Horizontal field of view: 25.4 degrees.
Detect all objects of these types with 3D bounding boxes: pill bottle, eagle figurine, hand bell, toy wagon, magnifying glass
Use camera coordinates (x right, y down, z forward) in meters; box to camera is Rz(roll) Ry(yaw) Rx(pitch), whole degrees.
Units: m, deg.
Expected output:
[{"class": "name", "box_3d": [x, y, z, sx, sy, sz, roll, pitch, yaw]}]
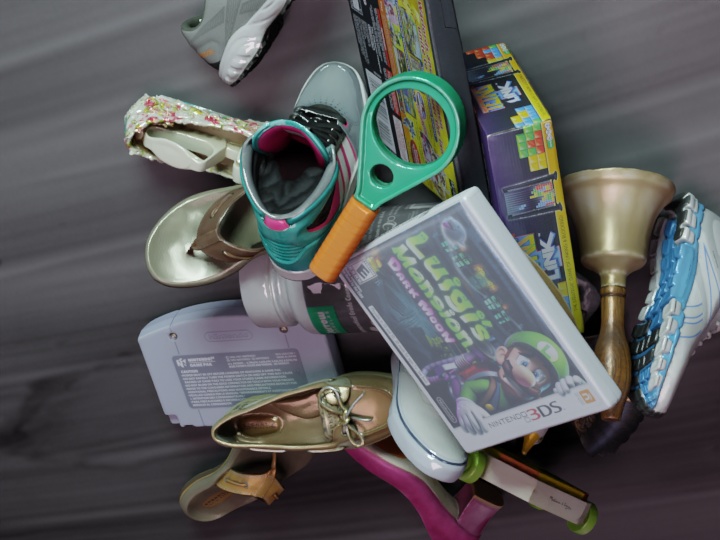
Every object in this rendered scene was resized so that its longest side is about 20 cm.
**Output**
[{"class": "pill bottle", "box_3d": [0.000, 0.000, 1.437, 0.200, 0.113, 0.113, -4, 121, 19]}, {"class": "eagle figurine", "box_3d": [0.177, 0.102, 1.455, 0.151, 0.200, 0.152, -36, 75, 0]}, {"class": "hand bell", "box_3d": [0.209, 0.026, 1.327, 0.104, 0.200, 0.104, 3, 163, 1]}, {"class": "toy wagon", "box_3d": [0.129, 0.187, 1.507, 0.155, 0.200, 0.040, 28, 89, -30]}, {"class": "magnifying glass", "box_3d": [0.014, -0.069, 1.244, 0.080, 0.022, 0.200, 35, 124, 4]}]

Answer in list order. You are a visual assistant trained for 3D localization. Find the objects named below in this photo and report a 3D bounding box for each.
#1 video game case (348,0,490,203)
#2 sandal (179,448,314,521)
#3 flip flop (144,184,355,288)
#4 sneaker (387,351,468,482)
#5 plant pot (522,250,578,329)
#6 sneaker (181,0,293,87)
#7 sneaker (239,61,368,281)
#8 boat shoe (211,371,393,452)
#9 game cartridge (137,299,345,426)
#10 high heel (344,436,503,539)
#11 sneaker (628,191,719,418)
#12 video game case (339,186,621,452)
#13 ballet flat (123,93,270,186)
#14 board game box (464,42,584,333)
[{"class": "video game case", "box_3d": [0.042, -0.160, 1.291, 0.025, 0.181, 0.200, -21, 121, -14]}, {"class": "sandal", "box_3d": [-0.115, 0.218, 1.637, 0.080, 0.054, 0.200, 27, 131, -31]}, {"class": "flip flop", "box_3d": [-0.098, -0.039, 1.384, 0.200, 0.058, 0.081, -13, 85, 14]}, {"class": "sneaker", "box_3d": [0.066, 0.105, 1.439, 0.073, 0.200, 0.071, 19, 120, -20]}, {"class": "plant pot", "box_3d": [0.090, 0.049, 1.309, 0.200, 0.027, 0.200, 24, 136, 26]}, {"class": "sneaker", "box_3d": [-0.086, -0.243, 1.327, 0.079, 0.074, 0.200, 37, 125, -3]}, {"class": "sneaker", "box_3d": [-0.045, -0.105, 1.313, 0.083, 0.200, 0.121, 6, 158, 12]}, {"class": "boat shoe", "box_3d": [-0.045, 0.143, 1.520, 0.200, 0.063, 0.073, -15, 90, 24]}, {"class": "game cartridge", "box_3d": [-0.114, 0.091, 1.579, 0.200, 0.040, 0.134, -4, 125, 18]}, {"class": "high heel", "box_3d": [0.040, 0.220, 1.598, 0.200, 0.067, 0.096, 27, 117, -21]}, {"class": "sneaker", "box_3d": [0.283, 0.035, 1.342, 0.087, 0.200, 0.075, 23, 160, -12]}, {"class": "video game case", "box_3d": [0.088, 0.046, 1.269, 0.200, 0.023, 0.182, 55, 141, -7]}, {"class": "ballet flat", "box_3d": [-0.122, -0.104, 1.434, 0.200, 0.064, 0.076, 13, 126, 7]}, {"class": "board game box", "box_3d": [0.127, -0.064, 1.322, 0.057, 0.165, 0.200, -14, 120, 0]}]
